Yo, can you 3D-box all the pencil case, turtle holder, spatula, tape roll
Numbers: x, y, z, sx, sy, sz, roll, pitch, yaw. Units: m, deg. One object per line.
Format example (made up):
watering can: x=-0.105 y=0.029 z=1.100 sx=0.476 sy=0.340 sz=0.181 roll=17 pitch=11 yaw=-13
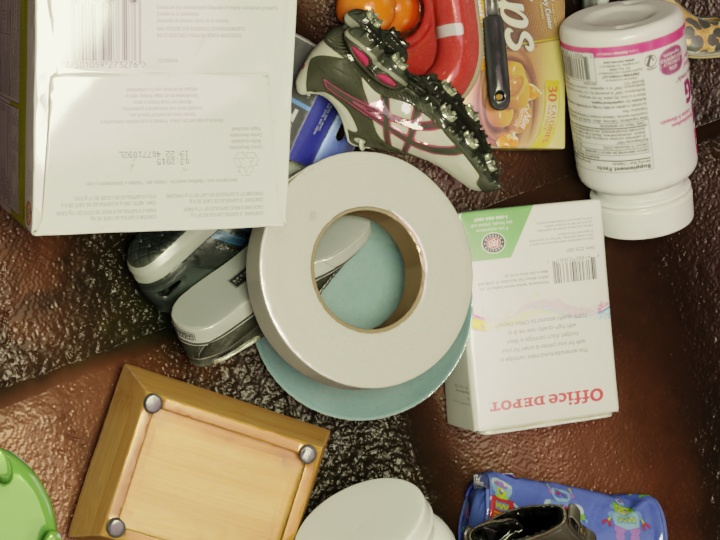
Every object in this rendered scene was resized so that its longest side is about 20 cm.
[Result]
pencil case: x=0.186 y=0.235 z=1.574 sx=0.199 sy=0.078 sz=0.087 roll=10 pitch=54 yaw=-16
turtle holder: x=-0.311 y=0.223 z=1.392 sx=0.185 sy=0.132 sz=0.141 roll=44 pitch=78 yaw=-14
spatula: x=0.118 y=-0.244 z=1.514 sx=0.056 sy=0.021 sz=0.201 roll=-6 pitch=95 yaw=-2
tape roll: x=0.000 y=0.000 z=1.429 sx=0.202 sy=0.037 sz=0.204 roll=3 pitch=83 yaw=-23

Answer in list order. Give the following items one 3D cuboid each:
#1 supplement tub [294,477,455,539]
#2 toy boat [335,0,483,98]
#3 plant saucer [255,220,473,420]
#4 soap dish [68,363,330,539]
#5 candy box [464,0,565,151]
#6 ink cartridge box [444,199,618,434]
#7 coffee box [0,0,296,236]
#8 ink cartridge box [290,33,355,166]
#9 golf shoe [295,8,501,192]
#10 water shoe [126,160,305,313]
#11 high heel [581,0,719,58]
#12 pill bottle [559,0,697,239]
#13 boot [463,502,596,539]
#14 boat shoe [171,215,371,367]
supplement tub: x=0.035 y=0.297 z=1.473 sx=0.140 sy=0.140 sz=0.201 roll=-32 pitch=117 yaw=-14
toy boat: x=0.026 y=-0.226 z=1.472 sx=0.130 sy=0.130 sz=0.201 roll=-13 pitch=95 yaw=-55
plant saucer: x=0.002 y=0.034 z=1.511 sx=0.200 sy=0.039 sz=0.202 roll=-1 pitch=83 yaw=8
soap dish: x=-0.135 y=0.187 z=1.472 sx=0.199 sy=0.081 sz=0.158 roll=19 pitch=85 yaw=-15
candy box: x=0.127 y=-0.211 z=1.558 sx=0.115 sy=0.055 sz=0.201 roll=-1 pitch=91 yaw=-17
ink cartridge box: x=0.150 y=0.041 z=1.554 sx=0.144 sy=0.087 sz=0.201 roll=-6 pitch=91 yaw=-16
coffee box: x=-0.175 y=-0.141 z=1.317 sx=0.199 sy=0.198 sz=0.201 roll=-2 pitch=100 yaw=-21
ink cartridge box: x=-0.087 y=-0.165 z=1.452 sx=0.199 sy=0.039 sz=0.100 roll=27 pitch=97 yaw=9
golf shoe: x=0.037 y=-0.130 z=1.422 sx=0.088 sy=0.077 sz=0.200 roll=-39 pitch=110 yaw=24
water shoe: x=-0.117 y=-0.042 z=1.492 sx=0.200 sy=0.071 sz=0.079 roll=-36 pitch=128 yaw=-15
high heel: x=0.304 y=-0.273 z=1.601 sx=0.199 sy=0.071 sz=0.143 roll=-2 pitch=98 yaw=-8
pill bottle: x=0.250 y=-0.138 z=1.550 sx=0.113 sy=0.113 sz=0.201 roll=-17 pitch=113 yaw=-16
boot: x=0.151 y=0.268 z=1.499 sx=0.174 sy=0.200 sz=0.070 roll=36 pitch=40 yaw=-34
boat shoe: x=-0.074 y=0.012 z=1.470 sx=0.199 sy=0.071 sz=0.064 roll=-32 pitch=138 yaw=-17
